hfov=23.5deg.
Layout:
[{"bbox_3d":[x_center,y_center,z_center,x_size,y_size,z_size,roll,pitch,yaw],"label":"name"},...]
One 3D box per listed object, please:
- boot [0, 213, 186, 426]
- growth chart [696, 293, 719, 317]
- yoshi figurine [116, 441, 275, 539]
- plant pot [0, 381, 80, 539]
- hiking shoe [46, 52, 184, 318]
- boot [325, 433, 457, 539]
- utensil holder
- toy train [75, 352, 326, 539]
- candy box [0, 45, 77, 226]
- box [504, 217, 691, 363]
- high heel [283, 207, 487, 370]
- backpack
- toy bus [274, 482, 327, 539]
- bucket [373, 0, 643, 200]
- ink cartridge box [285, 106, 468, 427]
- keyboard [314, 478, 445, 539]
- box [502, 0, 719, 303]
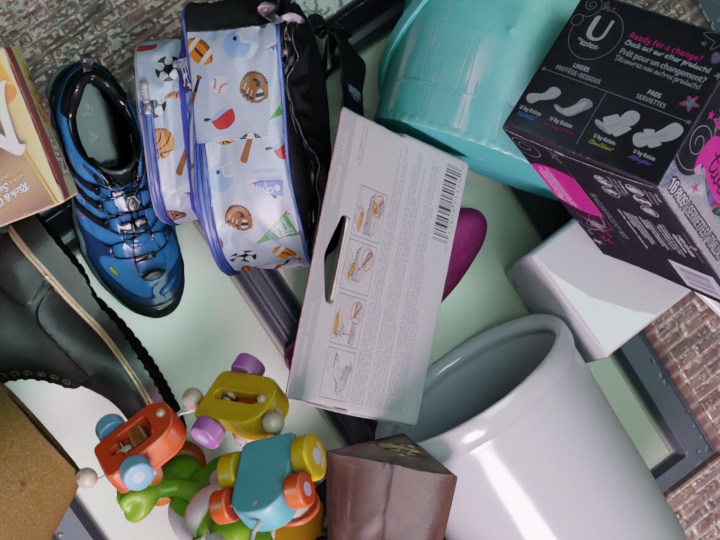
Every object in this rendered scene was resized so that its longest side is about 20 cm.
[{"bbox_3d":[-0.234,0.075,1.276,0.138,0.077,0.201,-37,90,-3],"label":"boot"},{"bbox_3d":[0.341,-0.044,1.430,0.144,0.018,0.201,36,84,-13],"label":"growth chart"},{"bbox_3d":[-0.117,0.194,1.240,0.111,0.200,0.113,-3,95,-15],"label":"yoshi figurine"},{"bbox_3d":[-0.296,0.178,1.203,0.200,0.186,0.187,-42,102,-9],"label":"plant pot"},{"bbox_3d":[-0.181,-0.056,1.265,0.074,0.087,0.201,-23,98,-10],"label":"hiking shoe"},{"bbox_3d":[0.055,0.222,1.215,0.185,0.064,0.202,8,89,6],"label":"boot"},{"bbox_3d":[0.134,0.161,1.318,0.169,0.170,0.201,-36,104,-9],"label":"utensil holder"},{"bbox_3d":[-0.099,0.139,1.159,0.150,0.200,0.056,-40,128,-7],"label":"toy train"},{"bbox_3d":[-0.315,-0.070,1.224,0.198,0.055,0.116,-21,98,3],"label":"candy box"},{"bbox_3d":[0.225,-0.026,1.337,0.199,0.124,0.098,-36,88,-8],"label":"box"},{"bbox_3d":[0.026,0.020,1.316,0.199,0.096,0.068,-33,100,-9],"label":"high heel"},{"bbox_3d":[-0.079,-0.092,1.238,0.153,0.200,0.192,-12,89,13],"label":"backpack"},{"bbox_3d":[-0.062,0.260,1.296,0.065,0.078,0.202,13,62,-15],"label":"toy bus"},{"bbox_3d":[0.112,-0.142,1.276,0.206,0.207,0.136,22,88,-14],"label":"bucket"},{"bbox_3d":[0.000,0.000,1.218,0.176,0.044,0.202,18,82,-55],"label":"ink cartridge box"},{"bbox_3d":[0.042,0.229,1.281,0.104,0.040,0.201,-22,70,-39],"label":"keyboard"},{"bbox_3d":[0.208,-0.078,1.161,0.115,0.132,0.200,-59,143,-8],"label":"box"}]
